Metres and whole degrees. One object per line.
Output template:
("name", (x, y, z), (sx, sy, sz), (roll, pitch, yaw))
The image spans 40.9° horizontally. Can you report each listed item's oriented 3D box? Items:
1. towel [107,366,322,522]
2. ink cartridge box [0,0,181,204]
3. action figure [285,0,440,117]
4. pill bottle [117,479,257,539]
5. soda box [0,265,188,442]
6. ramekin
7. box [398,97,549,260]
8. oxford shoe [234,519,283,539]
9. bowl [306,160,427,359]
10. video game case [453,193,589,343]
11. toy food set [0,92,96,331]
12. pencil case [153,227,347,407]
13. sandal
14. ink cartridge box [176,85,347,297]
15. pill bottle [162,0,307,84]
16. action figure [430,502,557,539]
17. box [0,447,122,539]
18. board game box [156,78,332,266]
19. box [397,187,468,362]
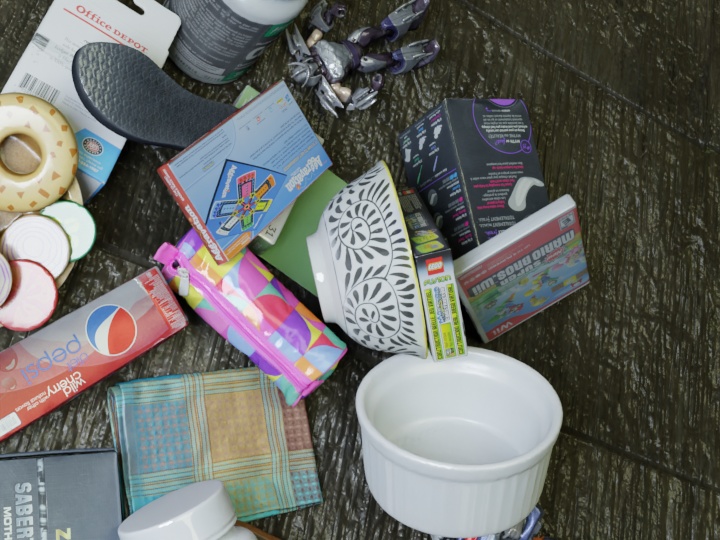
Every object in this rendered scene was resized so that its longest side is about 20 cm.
("towel", (-0.133, 0.167, 0.910), (0.198, 0.022, 0.148), (-4, 77, -33))
("ink cartridge box", (-0.262, -0.181, 0.916), (0.115, 0.068, 0.202), (30, 61, -21))
("action figure", (-0.002, -0.251, 1.103), (0.199, 0.069, 0.131), (-26, 94, -32))
("pill bottle", (-0.122, 0.288, 0.807), (0.114, 0.114, 0.202), (-23, 95, -35))
("soda box", (-0.250, 0.075, 0.838), (0.199, 0.070, 0.064), (-33, 91, -34))
("ramekin", (0.093, 0.167, 0.947), (0.199, 0.200, 0.099), (-19, 124, -34))
("box", (0.136, -0.084, 1.107), (0.121, 0.106, 0.202), (-5, 77, -31))
("oxford shoe", (-0.058, 0.283, 0.902), (0.199, 0.071, 0.072), (36, 27, -16))
("bowl", (0.000, 0.000, 0.963), (0.093, 0.201, 0.203), (-13, 80, -2))
("video game case", (0.173, 0.005, 1.027), (0.142, 0.200, 0.018), (-31, 62, 3))
("toy food set", (-0.325, -0.042, 0.806), (0.198, 0.049, 0.200), (-11, 99, -20))
("pencil case", (-0.106, 0.038, 0.922), (0.200, 0.088, 0.089), (42, 57, -5))
("sandal", (-0.187, -0.144, 0.896), (0.199, 0.043, 0.077), (25, 70, -47))
("ink cartridge box", (-0.074, -0.077, 1.013), (0.199, 0.048, 0.146), (33, 60, -16))
("pill bottle", (-0.118, -0.277, 0.957), (0.112, 0.200, 0.114), (10, 69, -28))
("action figure", (0.140, 0.321, 1.007), (0.193, 0.105, 0.201), (39, 85, -7))
("box", (-0.272, 0.250, 0.779), (0.156, 0.051, 0.202), (3, 73, -32))
("board game box", (-0.104, -0.099, 0.927), (0.103, 0.019, 0.200), (58, 41, -15))
("box", (0.064, -0.002, 0.973), (0.034, 0.200, 0.111), (-12, 111, -2))
